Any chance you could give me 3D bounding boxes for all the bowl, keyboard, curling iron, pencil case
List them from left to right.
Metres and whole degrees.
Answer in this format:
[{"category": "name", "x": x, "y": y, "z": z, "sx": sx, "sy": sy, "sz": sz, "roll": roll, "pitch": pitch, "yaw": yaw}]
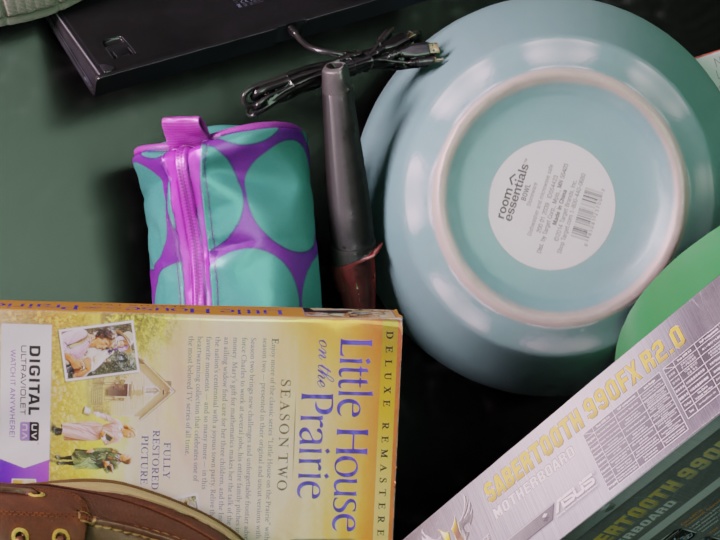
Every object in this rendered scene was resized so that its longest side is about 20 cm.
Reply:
[{"category": "pencil case", "x": -0.059, "y": 0.034, "z": 0.754, "sx": 0.092, "sy": 0.084, "sz": 0.202, "roll": 7, "pitch": 78, "yaw": -66}, {"category": "keyboard", "x": -0.039, "y": -0.118, "z": 0.784, "sx": 0.199, "sy": 0.021, "sz": 0.127, "roll": -20, "pitch": 49, "yaw": -22}, {"category": "curling iron", "x": 0.000, "y": 0.000, "z": 0.772, "sx": 0.025, "sy": 0.050, "sz": 0.202, "roll": -7, "pitch": 112, "yaw": -8}, {"category": "bowl", "x": 0.092, "y": -0.035, "z": 0.775, "sx": 0.199, "sy": 0.105, "sz": 0.203, "roll": 0, "pitch": 92, "yaw": 3}]

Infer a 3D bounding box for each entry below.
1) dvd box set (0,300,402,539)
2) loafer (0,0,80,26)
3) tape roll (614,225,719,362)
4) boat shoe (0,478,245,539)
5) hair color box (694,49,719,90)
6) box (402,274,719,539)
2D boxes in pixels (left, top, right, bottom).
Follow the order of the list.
[{"category": "dvd box set", "x": -0.084, "y": 0.086, "z": 0.683, "sx": 0.198, "sy": 0.029, "sz": 0.148, "roll": 1, "pitch": 99, "yaw": -6}, {"category": "loafer", "x": -0.135, "y": -0.173, "z": 0.770, "sx": 0.199, "sy": 0.063, "sz": 0.072, "roll": -29, "pitch": 129, "yaw": -20}, {"category": "tape roll", "x": 0.216, "y": 0.038, "z": 0.735, "sx": 0.199, "sy": 0.201, "sz": 0.048, "roll": 6, "pitch": 47, "yaw": -22}, {"category": "boat shoe", "x": -0.136, "y": 0.117, "z": 0.633, "sx": 0.198, "sy": 0.068, "sz": 0.073, "roll": 13, "pitch": 98, "yaw": -8}, {"category": "hair color box", "x": 0.174, "y": -0.006, "z": 0.873, "sx": 0.110, "sy": 0.064, "sz": 0.202, "roll": -19, "pitch": 91, "yaw": -23}, {"category": "box", "x": 0.137, "y": 0.091, "z": 0.678, "sx": 0.158, "sy": 0.200, "sz": 0.049, "roll": 20, "pitch": 36, "yaw": -41}]
